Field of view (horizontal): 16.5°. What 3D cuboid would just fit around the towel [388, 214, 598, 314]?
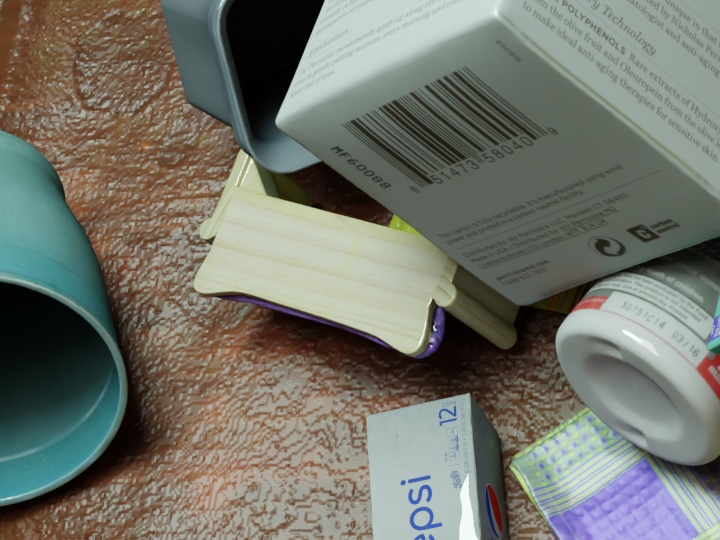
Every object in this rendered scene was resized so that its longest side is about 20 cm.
[{"bbox_3d":[0.106,-0.019,1.533,0.199,0.018,0.086,11,68,30],"label":"towel"}]

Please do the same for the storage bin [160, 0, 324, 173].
[{"bbox_3d":[-0.029,-0.165,1.566,0.199,0.146,0.134,-25,23,-24],"label":"storage bin"}]

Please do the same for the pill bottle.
[{"bbox_3d":[0.210,0.002,1.400,0.114,0.114,0.200,26,63,33],"label":"pill bottle"}]

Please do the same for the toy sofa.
[{"bbox_3d":[0.000,0.000,1.521,0.199,0.083,0.098,14,78,36],"label":"toy sofa"}]

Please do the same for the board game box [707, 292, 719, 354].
[{"bbox_3d":[0.296,0.004,1.341,0.199,0.045,0.153,21,67,-14],"label":"board game box"}]

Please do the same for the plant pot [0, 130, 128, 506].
[{"bbox_3d":[-0.253,0.016,1.584,0.199,0.200,0.189,-23,40,11],"label":"plant pot"}]

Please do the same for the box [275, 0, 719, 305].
[{"bbox_3d":[0.104,-0.117,1.342,0.199,0.200,0.172,-22,41,50],"label":"box"}]

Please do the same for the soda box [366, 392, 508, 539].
[{"bbox_3d":[0.048,0.177,1.423,0.068,0.063,0.201,-14,59,16],"label":"soda box"}]

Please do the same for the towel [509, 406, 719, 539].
[{"bbox_3d":[0.183,0.142,1.406,0.143,0.023,0.200,-34,55,5],"label":"towel"}]
